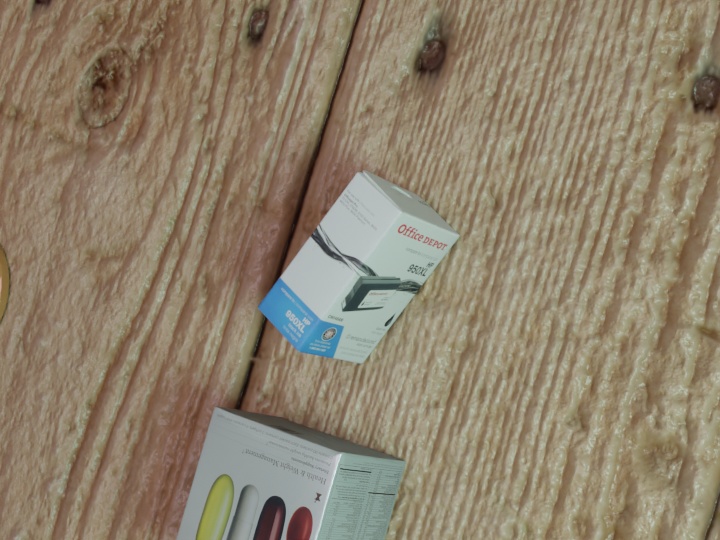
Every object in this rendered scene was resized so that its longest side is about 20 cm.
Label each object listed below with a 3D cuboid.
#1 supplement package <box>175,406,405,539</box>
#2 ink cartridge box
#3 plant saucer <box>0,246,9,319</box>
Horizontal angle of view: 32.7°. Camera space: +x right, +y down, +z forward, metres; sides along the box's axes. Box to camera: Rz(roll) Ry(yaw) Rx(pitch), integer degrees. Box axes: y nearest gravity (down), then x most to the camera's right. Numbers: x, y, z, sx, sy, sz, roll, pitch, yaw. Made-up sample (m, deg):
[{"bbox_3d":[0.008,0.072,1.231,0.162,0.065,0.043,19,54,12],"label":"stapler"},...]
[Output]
[{"bbox_3d":[-0.085,0.283,1.403,0.190,0.147,0.201,14,86,34],"label":"supplement package"},{"bbox_3d":[0.000,0.000,1.409,0.084,0.144,0.200,44,105,30],"label":"ink cartridge box"},{"bbox_3d":[-0.616,0.032,1.868,0.199,0.037,0.201,-8,75,31],"label":"plant saucer"}]
